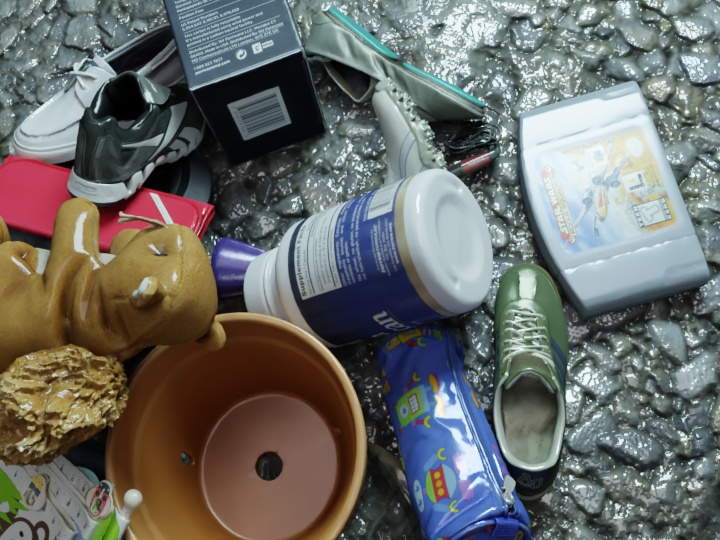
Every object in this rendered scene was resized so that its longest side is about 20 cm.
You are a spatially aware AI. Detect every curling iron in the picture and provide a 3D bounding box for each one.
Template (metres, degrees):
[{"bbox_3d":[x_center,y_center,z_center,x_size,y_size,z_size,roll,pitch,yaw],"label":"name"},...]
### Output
[{"bbox_3d":[0.045,-0.079,0.826,0.198,0.026,0.050,-32,50,1],"label":"curling iron"}]

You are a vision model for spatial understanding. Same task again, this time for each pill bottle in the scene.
[{"bbox_3d":[0.000,0.000,0.722,0.198,0.110,0.113,-18,67,36],"label":"pill bottle"}]

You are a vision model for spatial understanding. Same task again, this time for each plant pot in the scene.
[{"bbox_3d":[-0.086,0.149,0.707,0.196,0.140,0.204,-2,73,6],"label":"plant pot"}]

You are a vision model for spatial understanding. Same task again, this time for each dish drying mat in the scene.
[{"bbox_3d":[-0.230,-0.053,0.757,0.196,0.018,0.078,14,52,6],"label":"dish drying mat"}]

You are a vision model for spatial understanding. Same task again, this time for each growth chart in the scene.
[{"bbox_3d":[-0.260,0.190,0.662,0.197,0.018,0.147,23,89,27],"label":"growth chart"}]

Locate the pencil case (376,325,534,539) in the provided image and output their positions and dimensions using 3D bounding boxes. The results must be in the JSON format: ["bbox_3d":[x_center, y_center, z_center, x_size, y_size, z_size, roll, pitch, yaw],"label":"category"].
[{"bbox_3d":[0.069,0.135,0.689,0.087,0.077,0.202,-48,40,31],"label":"pencil case"}]

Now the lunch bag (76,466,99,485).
[{"bbox_3d":[-0.308,0.241,0.725,0.196,0.077,0.164,-12,75,13],"label":"lunch bag"}]

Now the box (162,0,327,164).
[{"bbox_3d":[-0.117,-0.231,0.827,0.105,0.149,0.203,-20,72,0],"label":"box"}]

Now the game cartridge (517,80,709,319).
[{"bbox_3d":[0.216,-0.065,0.793,0.130,0.042,0.204,-14,71,-2],"label":"game cartridge"}]

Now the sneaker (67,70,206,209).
[{"bbox_3d":[-0.187,-0.138,0.777,0.065,0.092,0.201,19,36,9],"label":"sneaker"}]

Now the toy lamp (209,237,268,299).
[{"bbox_3d":[-0.178,-0.006,0.812,0.196,0.058,0.059,6,73,9],"label":"toy lamp"}]

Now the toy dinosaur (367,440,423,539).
[{"bbox_3d":[0.074,0.203,0.722,0.087,0.047,0.202,-33,68,3],"label":"toy dinosaur"}]

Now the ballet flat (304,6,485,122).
[{"bbox_3d":[0.028,-0.180,0.847,0.199,0.067,0.064,36,107,17],"label":"ballet flat"}]

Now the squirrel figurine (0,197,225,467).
[{"bbox_3d":[-0.190,0.049,0.624,0.183,0.142,0.203,-3,58,23],"label":"squirrel figurine"}]

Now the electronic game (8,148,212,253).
[{"bbox_3d":[-0.236,-0.071,0.817,0.195,0.042,0.203,1,48,-1],"label":"electronic game"}]

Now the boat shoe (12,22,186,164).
[{"bbox_3d":[-0.242,-0.171,0.832,0.198,0.069,0.072,-33,56,-26],"label":"boat shoe"}]

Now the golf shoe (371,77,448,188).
[{"bbox_3d":[0.038,-0.064,0.773,0.096,0.078,0.203,-23,91,11],"label":"golf shoe"}]

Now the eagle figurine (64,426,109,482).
[{"bbox_3d":[-0.267,0.093,0.772,0.196,0.152,0.154,15,117,-18],"label":"eagle figurine"}]

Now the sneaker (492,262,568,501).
[{"bbox_3d":[0.142,0.082,0.726,0.066,0.090,0.204,1,72,8],"label":"sneaker"}]
